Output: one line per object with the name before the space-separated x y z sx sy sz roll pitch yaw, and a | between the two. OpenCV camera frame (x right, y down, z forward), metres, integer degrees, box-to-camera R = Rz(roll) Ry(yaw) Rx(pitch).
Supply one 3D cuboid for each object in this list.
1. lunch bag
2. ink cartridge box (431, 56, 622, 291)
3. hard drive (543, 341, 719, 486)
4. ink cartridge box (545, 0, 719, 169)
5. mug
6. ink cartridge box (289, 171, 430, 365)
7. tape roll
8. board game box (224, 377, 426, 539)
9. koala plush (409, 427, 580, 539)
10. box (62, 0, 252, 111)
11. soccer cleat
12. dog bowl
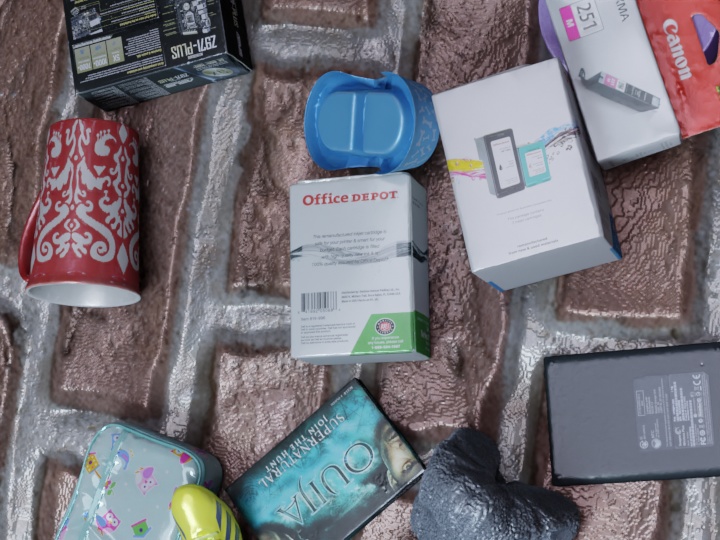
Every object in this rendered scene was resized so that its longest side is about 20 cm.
lunch bag | -0.260 0.282 1.807 0.160 0.077 0.201 20 86 18
ink cartridge box | 0.180 -0.100 1.702 0.145 0.147 0.201 -16 76 14
hard drive | 0.298 0.154 1.685 0.199 0.033 0.141 -6 80 16
ink cartridge box | 0.306 -0.229 1.673 0.173 0.044 0.201 -19 76 14
mug | -0.340 -0.067 1.864 0.176 0.133 0.201 -1 77 15
ink cartridge box | 0.000 0.000 1.773 0.146 0.083 0.201 -3 80 16
tape roll | 0.299 -0.284 1.740 0.199 0.066 0.202 -3 80 17
board game box | -0.038 0.236 1.775 0.200 0.028 0.135 -42 72 7
koala plush | 0.098 0.295 1.661 0.177 0.184 0.201 37 104 19
box | -0.245 -0.299 1.893 0.199 0.086 0.165 -14 77 14
soccer cleat | -0.158 0.328 1.728 0.064 0.084 0.201 -14 108 11
dog bowl | 0.014 -0.164 1.766 0.199 0.049 0.112 9 97 52
